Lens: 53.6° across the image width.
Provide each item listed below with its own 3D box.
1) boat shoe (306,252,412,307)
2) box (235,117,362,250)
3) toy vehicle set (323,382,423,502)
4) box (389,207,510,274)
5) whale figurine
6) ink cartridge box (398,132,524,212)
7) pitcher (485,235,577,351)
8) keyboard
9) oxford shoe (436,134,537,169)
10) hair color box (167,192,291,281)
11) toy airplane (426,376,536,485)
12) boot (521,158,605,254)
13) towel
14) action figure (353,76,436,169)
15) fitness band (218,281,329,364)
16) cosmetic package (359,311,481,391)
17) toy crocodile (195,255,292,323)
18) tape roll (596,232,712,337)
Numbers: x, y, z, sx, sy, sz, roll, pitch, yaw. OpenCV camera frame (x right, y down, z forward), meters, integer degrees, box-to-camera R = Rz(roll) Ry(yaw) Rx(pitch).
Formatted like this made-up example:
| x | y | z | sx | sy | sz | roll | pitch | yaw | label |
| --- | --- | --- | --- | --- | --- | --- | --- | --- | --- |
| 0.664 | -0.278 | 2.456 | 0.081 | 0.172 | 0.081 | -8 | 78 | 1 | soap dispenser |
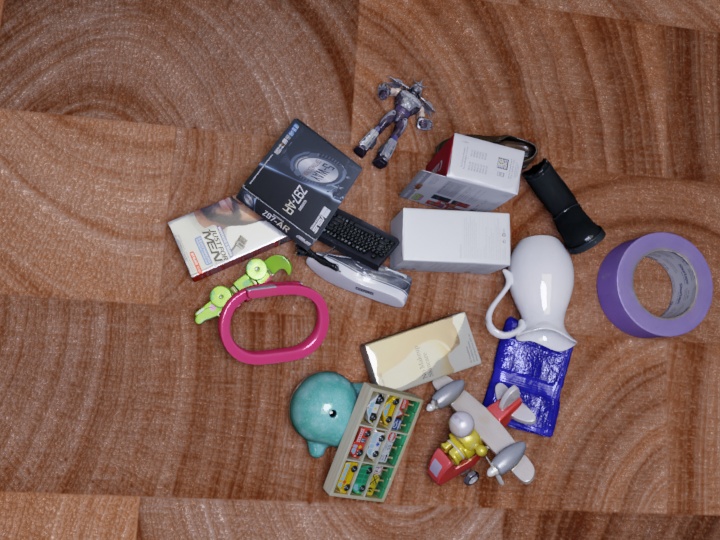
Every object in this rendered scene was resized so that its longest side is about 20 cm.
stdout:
| x | y | z | sx | sy | sz | roll | pitch | yaw | label |
| --- | --- | --- | --- | --- | --- | --- | --- | --- | --- |
| 0.000 | 0.000 | 1.319 | 0.199 | 0.072 | 0.068 | 21 | 67 | 1 | boat shoe |
| -0.107 | -0.159 | 1.292 | 0.160 | 0.044 | 0.200 | 37 | 56 | -8 | box |
| 0.024 | 0.303 | 1.247 | 0.124 | 0.026 | 0.201 | 18 | 94 | -35 | toy vehicle set |
| 0.163 | -0.052 | 1.323 | 0.199 | 0.124 | 0.098 | 2 | 82 | -9 | box |
| -0.032 | 0.268 | 1.261 | 0.200 | 0.104 | 0.159 | 43 | 78 | -9 | whale figurine |
| 0.177 | -0.173 | 1.300 | 0.174 | 0.200 | 0.084 | 13 | 80 | -8 | ink cartridge box |
| 0.313 | 0.038 | 1.322 | 0.170 | 0.121 | 0.201 | 8 | 67 | -11 | pitcher |
| -0.041 | -0.053 | 1.288 | 0.199 | 0.021 | 0.127 | 27 | 64 | 28 | keyboard |
| 0.247 | -0.237 | 1.381 | 0.199 | 0.084 | 0.073 | -3 | 85 | -7 | oxford shoe |
| -0.234 | -0.072 | 1.297 | 0.199 | 0.064 | 0.111 | -25 | 86 | -12 | hair color box |
| 0.208 | 0.276 | 1.256 | 0.199 | 0.141 | 0.200 | -9 | 61 | 31 | toy airplane |
| 0.375 | -0.125 | 1.334 | 0.073 | 0.198 | 0.163 | -33 | 99 | 14 | boot |
| 0.322 | 0.202 | 1.352 | 0.147 | 0.050 | 0.201 | 17 | 81 | -7 | towel |
| 0.072 | -0.291 | 1.370 | 0.130 | 0.069 | 0.201 | 32 | 76 | 2 | action figure |
| -0.153 | 0.093 | 1.269 | 0.199 | 0.037 | 0.145 | -4 | 105 | -23 | fitness band |
| 0.109 | 0.154 | 1.314 | 0.199 | 0.071 | 0.106 | -19 | 86 | -11 | cosmetic package |
| -0.212 | 0.035 | 1.283 | 0.200 | 0.068 | 0.062 | -38 | 90 | -11 | toy crocodile |
| 0.574 | 0.031 | 1.394 | 0.199 | 0.085 | 0.201 | 1 | 82 | -8 | tape roll |
